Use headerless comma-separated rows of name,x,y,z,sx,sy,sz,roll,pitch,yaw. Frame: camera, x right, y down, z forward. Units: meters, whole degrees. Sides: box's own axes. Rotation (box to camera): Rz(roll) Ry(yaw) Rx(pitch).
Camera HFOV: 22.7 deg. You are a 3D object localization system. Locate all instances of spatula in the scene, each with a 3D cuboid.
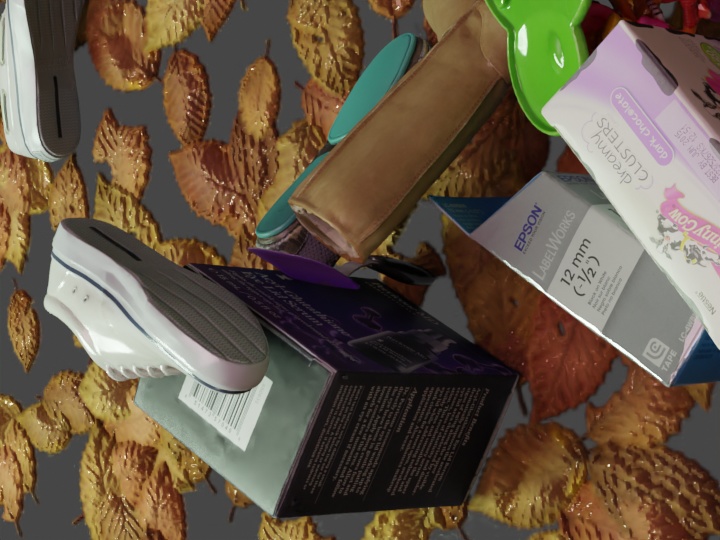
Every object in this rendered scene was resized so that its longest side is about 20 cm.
spatula,0.000,0.000,1.151,0.056,0.200,0.021,10,94,29

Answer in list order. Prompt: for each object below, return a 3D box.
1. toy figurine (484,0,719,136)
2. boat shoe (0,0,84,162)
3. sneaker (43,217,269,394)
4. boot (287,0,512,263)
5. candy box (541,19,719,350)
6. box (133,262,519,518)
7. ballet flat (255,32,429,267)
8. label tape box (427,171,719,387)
toy figurine,0.174,-0.191,1.024,0.150,0.183,0.202,-173,72,-66
boat shoe,-0.273,-0.190,1.464,0.066,0.073,0.202,3,92,37
sneaker,-0.125,0.036,1.088,0.200,0.073,0.071,34,116,45
boot,0.028,-0.103,1.121,0.200,0.066,0.175,-48,17,-7
candy box,0.216,-0.044,0.967,0.072,0.199,0.168,-48,62,29
box,-0.020,0.077,1.165,0.148,0.199,0.105,33,108,35
ballet flat,0.001,-0.071,1.212,0.072,0.072,0.201,8,54,40
label tape box,0.158,-0.015,1.052,0.200,0.143,0.066,41,116,32
